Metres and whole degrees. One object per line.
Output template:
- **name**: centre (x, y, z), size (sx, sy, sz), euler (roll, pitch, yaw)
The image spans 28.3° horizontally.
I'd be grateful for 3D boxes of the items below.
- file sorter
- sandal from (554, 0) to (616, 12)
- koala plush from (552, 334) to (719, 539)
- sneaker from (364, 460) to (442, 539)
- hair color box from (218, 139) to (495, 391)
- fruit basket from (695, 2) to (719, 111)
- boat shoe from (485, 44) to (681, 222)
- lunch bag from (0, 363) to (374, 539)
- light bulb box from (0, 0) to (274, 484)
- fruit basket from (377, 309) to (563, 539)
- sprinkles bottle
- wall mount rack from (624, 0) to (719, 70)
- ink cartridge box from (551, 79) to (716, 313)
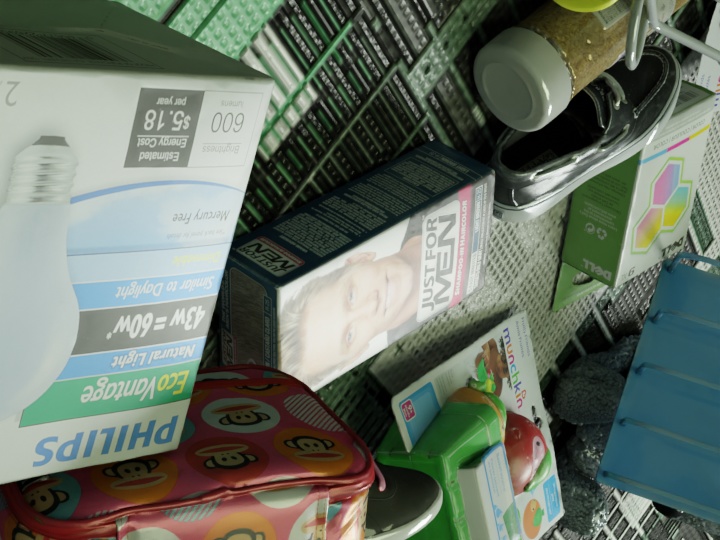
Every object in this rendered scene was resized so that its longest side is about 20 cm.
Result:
- **file sorter**: centre (0.289, 0.100, 1.169), size (0.123, 0.138, 0.202), euler (41, 68, -79)
- **sandal**: centre (0.157, -0.274, 0.930), size (0.087, 0.079, 0.202), euler (-53, 156, -69)
- **koala plush**: centre (0.294, 0.168, 1.306), size (0.183, 0.199, 0.179), euler (-26, 134, -38)
- **sneaker**: centre (-0.026, 0.127, 0.944), size (0.198, 0.071, 0.100), euler (2, 116, -25)
- **hair color box**: centre (0.000, 0.000, 0.933), size (0.199, 0.060, 0.101), euler (-29, 135, -36)
- **fruit basket**: centre (0.367, -0.225, 1.205), size (0.199, 0.094, 0.187), euler (-18, 128, -40)
- **boat shoe**: centre (0.165, -0.114, 1.041), size (0.199, 0.072, 0.068), euler (-35, 157, -21)
- **lunch bag**: centre (-0.106, 0.111, 0.781), size (0.198, 0.176, 0.083), euler (-4, 112, -26)
- **light bulb box**: centre (-0.168, -0.016, 0.651), size (0.197, 0.124, 0.202), euler (-7, 119, -49)
- **fruit basket**: centre (0.102, 0.149, 1.106), size (0.199, 0.093, 0.187), euler (-25, 108, -45)
- **sprinkles bottle**: centre (0.167, -0.177, 1.006), size (0.200, 0.068, 0.069), euler (-40, 141, -27)
- **wall mount rack**: centre (0.233, -0.222, 0.970), size (0.174, 0.074, 0.202), euler (28, 74, -73)
- **ink cartridge box**: centre (0.224, -0.052, 1.178), size (0.103, 0.059, 0.201), euler (-25, 133, -40)
